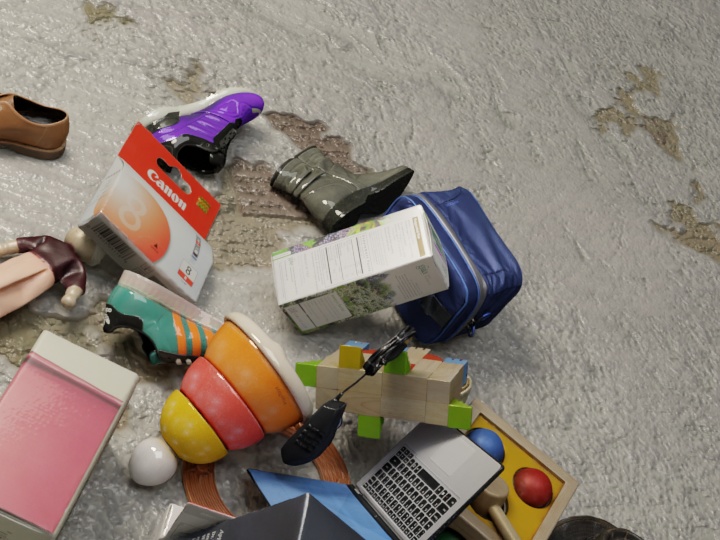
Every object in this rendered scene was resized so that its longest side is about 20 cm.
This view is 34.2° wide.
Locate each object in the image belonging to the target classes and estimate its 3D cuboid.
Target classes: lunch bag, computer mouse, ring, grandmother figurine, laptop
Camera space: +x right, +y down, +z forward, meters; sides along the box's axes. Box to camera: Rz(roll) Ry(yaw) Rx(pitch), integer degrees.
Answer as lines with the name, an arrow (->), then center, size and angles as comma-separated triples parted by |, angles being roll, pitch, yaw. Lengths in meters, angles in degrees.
lunch bag -> 0.103, 0.000, 1.523 | 0.132, 0.136, 0.200 | -12, 60, -39
computer mouse -> -0.009, 0.137, 1.238 | 0.034, 0.200, 0.059 | 45, 8, 12
ring -> -0.098, 0.229, 1.292 | 0.200, 0.019, 0.201 | 17, 46, -18
grandmother figurine -> -0.357, -0.002, 1.309 | 0.121, 0.061, 0.200 | 43, 46, 9
laptop -> 0.011, 0.207, 1.216 | 0.200, 0.187, 0.116 | -43, 111, -6

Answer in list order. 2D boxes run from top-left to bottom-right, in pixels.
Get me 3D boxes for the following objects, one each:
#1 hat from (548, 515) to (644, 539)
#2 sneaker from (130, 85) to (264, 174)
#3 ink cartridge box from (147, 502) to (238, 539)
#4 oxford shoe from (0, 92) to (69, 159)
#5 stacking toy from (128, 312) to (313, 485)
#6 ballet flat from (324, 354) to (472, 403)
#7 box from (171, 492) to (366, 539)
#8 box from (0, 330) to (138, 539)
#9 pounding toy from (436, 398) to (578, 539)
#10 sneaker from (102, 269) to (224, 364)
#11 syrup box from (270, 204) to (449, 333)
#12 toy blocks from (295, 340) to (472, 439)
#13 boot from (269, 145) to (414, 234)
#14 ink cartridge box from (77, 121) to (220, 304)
hat -> 0.305, 0.364, 1.370 | 0.200, 0.081, 0.201 | 17, 47, -19
sneaker -> -0.199, -0.175, 1.553 | 0.200, 0.070, 0.100 | -23, 74, -37
ink cartridge box -> -0.098, 0.277, 1.136 | 0.199, 0.176, 0.045 | 22, 46, -13
oxford shoe -> -0.449, -0.190, 1.410 | 0.199, 0.071, 0.072 | 5, 52, -25
stacking toy -> -0.164, 0.153, 1.241 | 0.200, 0.146, 0.146 | -37, 74, -16
ballet flat -> 0.045, 0.126, 1.434 | 0.199, 0.062, 0.068 | 13, 47, -21
box -> -0.068, 0.321, 1.056 | 0.197, 0.199, 0.118 | 45, 37, -30
box -> -0.312, 0.182, 1.127 | 0.109, 0.128, 0.200 | 27, 43, -6
pounding toy -> 0.146, 0.271, 1.310 | 0.184, 0.142, 0.200 | 39, 44, 6
sneaker -> -0.201, 0.081, 1.332 | 0.200, 0.071, 0.080 | 32, 77, -20
syrup box -> 0.000, 0.000, 1.421 | 0.199, 0.079, 0.082 | -19, 55, 11
toy blocks -> 0.042, 0.124, 1.329 | 0.199, 0.100, 0.137 | 6, 11, 16
boot -> -0.023, -0.132, 1.620 | 0.131, 0.068, 0.200 | 42, 42, 17
ink cartridge box -> -0.234, -0.072, 1.406 | 0.162, 0.050, 0.200 | 47, 41, -27
